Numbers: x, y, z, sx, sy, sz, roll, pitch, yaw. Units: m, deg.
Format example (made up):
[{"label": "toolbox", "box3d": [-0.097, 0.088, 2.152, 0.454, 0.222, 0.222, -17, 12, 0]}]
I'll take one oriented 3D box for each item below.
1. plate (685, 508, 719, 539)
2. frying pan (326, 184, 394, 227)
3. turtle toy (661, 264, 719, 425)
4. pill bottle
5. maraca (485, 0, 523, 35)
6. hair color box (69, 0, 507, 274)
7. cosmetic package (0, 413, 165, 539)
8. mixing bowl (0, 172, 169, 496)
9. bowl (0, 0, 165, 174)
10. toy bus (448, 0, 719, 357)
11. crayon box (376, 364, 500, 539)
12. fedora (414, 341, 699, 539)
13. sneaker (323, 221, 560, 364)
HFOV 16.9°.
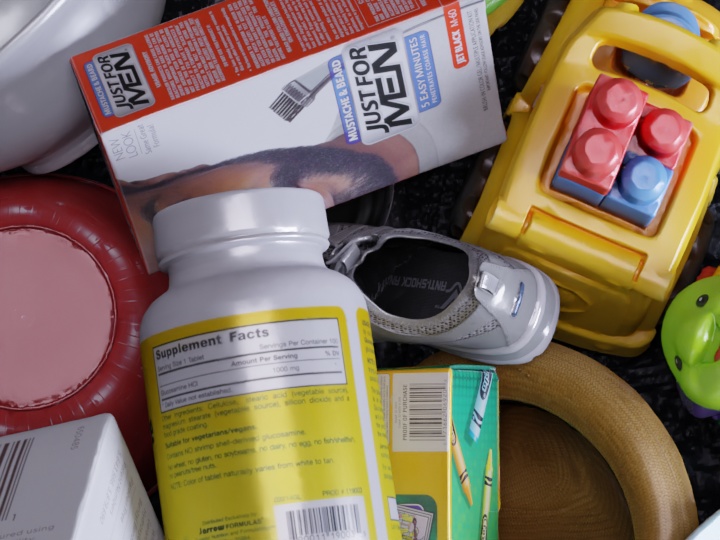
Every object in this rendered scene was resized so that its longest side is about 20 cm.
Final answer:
[{"label": "plate", "box3d": [0.189, 0.201, 1.220, 0.026, 0.200, 0.200, 28, 75, 40]}, {"label": "frying pan", "box3d": [-0.074, -0.057, 1.329, 0.190, 0.031, 0.115, 19, 77, 7]}, {"label": "turtle toy", "box3d": [0.214, 0.034, 1.252, 0.101, 0.200, 0.146, 22, 101, 13]}, {"label": "pill bottle", "box3d": [-0.046, 0.067, 1.161, 0.112, 0.112, 0.200, -7, 80, -5]}, {"label": "maraca", "box3d": [0.009, -0.158, 1.316, 0.200, 0.107, 0.137, -24, 40, 5]}, {"label": "hair color box", "box3d": [-0.033, -0.085, 1.216, 0.200, 0.111, 0.064, -20, 50, -5]}, {"label": "cosmetic package", "box3d": [-0.169, 0.205, 1.130, 0.164, 0.165, 0.200, -13, 119, 13]}, {"label": "mixing bowl", "box3d": [-0.172, 0.033, 1.268, 0.200, 0.108, 0.201, 1, 78, -4]}, {"label": "bowl", "box3d": [-0.171, -0.115, 1.276, 0.201, 0.201, 0.090, -47, 116, -11]}, {"label": "toy bus", "box3d": [0.137, -0.075, 1.265, 0.135, 0.192, 0.200, 23, 77, 3]}, {"label": "crayon box", "box3d": [0.006, 0.149, 1.223, 0.119, 0.058, 0.201, -2, 85, 29]}, {"label": "fedora", "box3d": [0.093, 0.130, 1.259, 0.200, 0.082, 0.201, -2, 85, 29]}, {"label": "sneaker", "box3d": [0.000, 0.000, 1.239, 0.200, 0.082, 0.075, 1, 70, 29]}]
